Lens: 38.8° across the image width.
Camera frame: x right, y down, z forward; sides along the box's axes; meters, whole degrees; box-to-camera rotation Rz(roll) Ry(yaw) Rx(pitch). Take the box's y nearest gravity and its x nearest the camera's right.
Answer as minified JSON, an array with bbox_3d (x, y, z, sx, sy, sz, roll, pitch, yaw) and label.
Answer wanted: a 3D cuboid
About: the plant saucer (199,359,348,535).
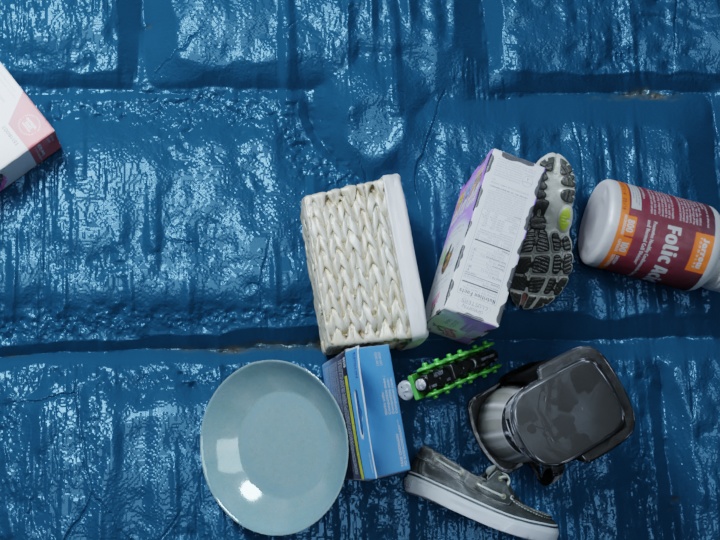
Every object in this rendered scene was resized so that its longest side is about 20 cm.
[{"bbox_3d":[-0.096,0.206,1.202,0.199,0.039,0.203,-2,85,26],"label":"plant saucer"}]

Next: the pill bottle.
[{"bbox_3d":[0.392,-0.039,1.313,0.198,0.114,0.115,14,78,-5],"label":"pill bottle"}]

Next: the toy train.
[{"bbox_3d":[0.106,0.121,1.215,0.056,0.199,0.042,-22,84,32],"label":"toy train"}]

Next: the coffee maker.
[{"bbox_3d":[0.235,0.151,1.210,0.134,0.200,0.193,39,77,-1],"label":"coffee maker"}]

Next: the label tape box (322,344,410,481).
[{"bbox_3d":[0.011,0.164,1.173,0.065,0.200,0.145,-7,81,-15],"label":"label tape box"}]

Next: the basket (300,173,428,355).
[{"bbox_3d":[0.000,0.000,1.238,0.122,0.136,0.202,-8,81,-6],"label":"basket"}]

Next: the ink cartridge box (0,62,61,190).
[{"bbox_3d":[-0.477,-0.143,1.222,0.200,0.068,0.117,-40,87,-13],"label":"ink cartridge box"}]

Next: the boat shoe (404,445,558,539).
[{"bbox_3d":[0.154,0.270,1.241,0.198,0.072,0.071,22,81,-2],"label":"boat shoe"}]

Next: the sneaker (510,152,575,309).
[{"bbox_3d":[0.236,-0.050,1.312,0.076,0.085,0.202,11,100,1],"label":"sneaker"}]

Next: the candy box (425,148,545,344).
[{"bbox_3d":[0.145,-0.023,1.244,0.071,0.168,0.202,19,78,-3],"label":"candy box"}]
